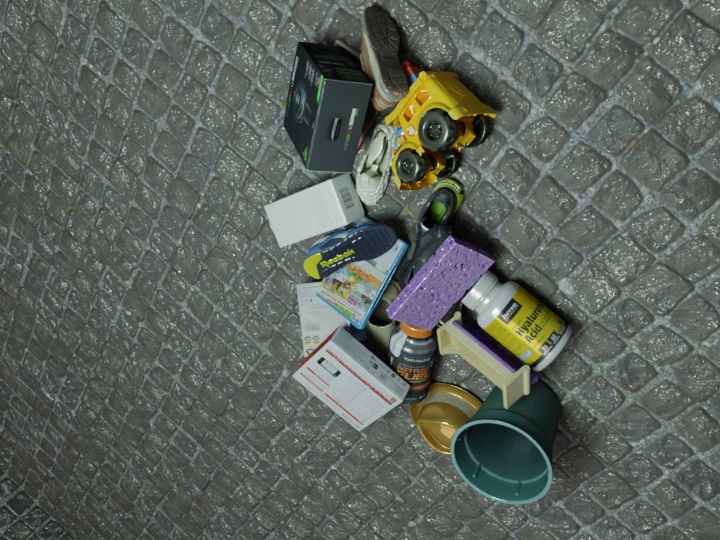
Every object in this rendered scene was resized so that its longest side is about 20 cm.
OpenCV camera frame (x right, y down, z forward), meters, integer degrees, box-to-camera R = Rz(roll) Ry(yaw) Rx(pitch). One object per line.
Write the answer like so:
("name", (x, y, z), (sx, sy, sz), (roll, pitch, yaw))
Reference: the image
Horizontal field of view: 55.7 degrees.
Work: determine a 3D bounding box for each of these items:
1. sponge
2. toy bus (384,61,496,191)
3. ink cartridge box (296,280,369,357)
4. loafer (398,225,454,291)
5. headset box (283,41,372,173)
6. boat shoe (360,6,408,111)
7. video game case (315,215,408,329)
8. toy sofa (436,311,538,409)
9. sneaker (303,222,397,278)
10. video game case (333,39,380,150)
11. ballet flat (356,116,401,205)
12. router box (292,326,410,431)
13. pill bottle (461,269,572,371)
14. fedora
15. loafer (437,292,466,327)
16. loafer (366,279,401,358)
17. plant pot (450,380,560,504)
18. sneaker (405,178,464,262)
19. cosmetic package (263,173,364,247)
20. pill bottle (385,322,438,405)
("sponge", (0.150, 0.029, 1.295), (0.111, 0.030, 0.200), (21, 118, -36))
("toy bus", (0.111, -0.271, 1.232), (0.192, 0.135, 0.200), (54, 131, 16))
("ink cartridge box", (-0.061, 0.121, 1.514), (0.136, 0.076, 0.201), (-6, 90, 32))
("loafer", (0.129, -0.011, 1.315), (0.068, 0.071, 0.201), (7, 144, -18))
("headset box", (-0.063, -0.294, 1.240), (0.200, 0.092, 0.175), (-117, 35, -48))
("boat shoe", (0.028, -0.376, 1.212), (0.072, 0.075, 0.201), (-37, 55, 54))
("video game case", (0.000, 0.000, 1.413), (0.143, 0.018, 0.201), (35, 102, 34))
("toy sofa", (0.250, 0.165, 1.337), (0.200, 0.097, 0.083), (40, 157, 39))
("sneaker", (-0.023, -0.055, 1.379), (0.199, 0.082, 0.074), (-19, 120, 12))
("video game case", (-0.032, -0.329, 1.342), (0.143, 0.017, 0.200), (39, 127, 7))
("ballet flat", (0.026, -0.211, 1.342), (0.072, 0.072, 0.201), (28, 125, 14))
("router box", (-0.023, 0.236, 1.461), (0.200, 0.049, 0.179), (41, 134, -5))
("pill bottle", (0.297, 0.092, 1.317), (0.200, 0.111, 0.111), (39, 127, 6))
("fedora", (0.192, 0.349, 1.522), (0.200, 0.082, 0.201), (12, 119, 24))
("loafer", (0.174, 0.038, 1.382), (0.073, 0.071, 0.201), (13, 120, 23))
("loafer", (0.046, 0.114, 1.493), (0.075, 0.068, 0.201), (15, 120, 22))
("plant pot", (0.308, 0.327, 1.375), (0.199, 0.196, 0.201), (13, 121, 23))
("sneaker", (0.131, -0.085, 1.336), (0.074, 0.081, 0.201), (30, 126, 13))
("cosmetic package", (-0.100, -0.125, 1.440), (0.199, 0.074, 0.102), (-14, 99, 38))
("pill bottle", (0.109, 0.183, 1.465), (0.106, 0.106, 0.201), (20, 125, 19))
